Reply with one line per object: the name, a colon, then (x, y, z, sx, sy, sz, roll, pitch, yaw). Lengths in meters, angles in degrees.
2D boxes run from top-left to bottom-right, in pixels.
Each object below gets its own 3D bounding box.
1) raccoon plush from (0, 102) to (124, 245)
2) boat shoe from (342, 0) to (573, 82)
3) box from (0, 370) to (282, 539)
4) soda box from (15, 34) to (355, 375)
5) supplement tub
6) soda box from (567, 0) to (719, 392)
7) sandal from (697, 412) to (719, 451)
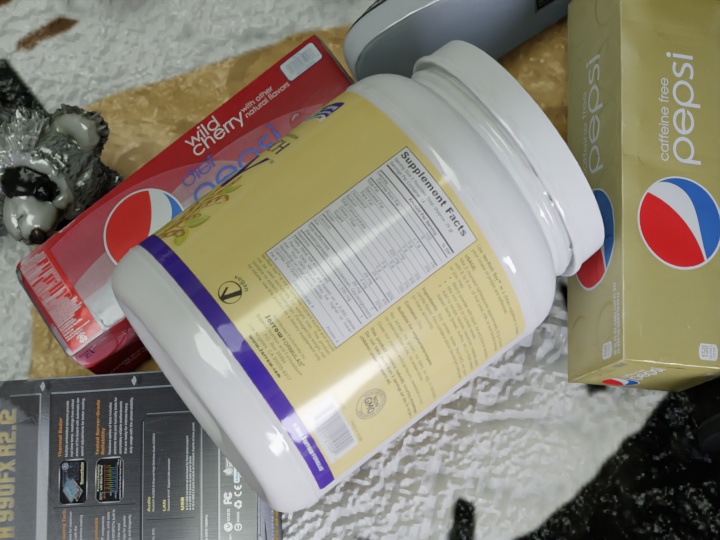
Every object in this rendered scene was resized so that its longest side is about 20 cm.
raccoon plush: (-0.208, -0.095, 1.035, 0.133, 0.097, 0.202, -18, 73, -1)
boat shoe: (0.070, -0.163, 0.990, 0.198, 0.074, 0.068, -31, 62, -8)
box: (-0.119, 0.154, 0.971, 0.157, 0.048, 0.202, -5, 74, 11)
soda box: (-0.078, -0.030, 0.996, 0.199, 0.070, 0.064, -37, 70, 0)
supplement tub: (0.000, 0.000, 0.897, 0.199, 0.146, 0.146, -37, 72, -10)
soda box: (0.142, -0.046, 0.945, 0.063, 0.068, 0.202, 5, 76, -17)
sandal: (0.257, 0.088, 0.896, 0.198, 0.075, 0.046, 3, 76, 10)
